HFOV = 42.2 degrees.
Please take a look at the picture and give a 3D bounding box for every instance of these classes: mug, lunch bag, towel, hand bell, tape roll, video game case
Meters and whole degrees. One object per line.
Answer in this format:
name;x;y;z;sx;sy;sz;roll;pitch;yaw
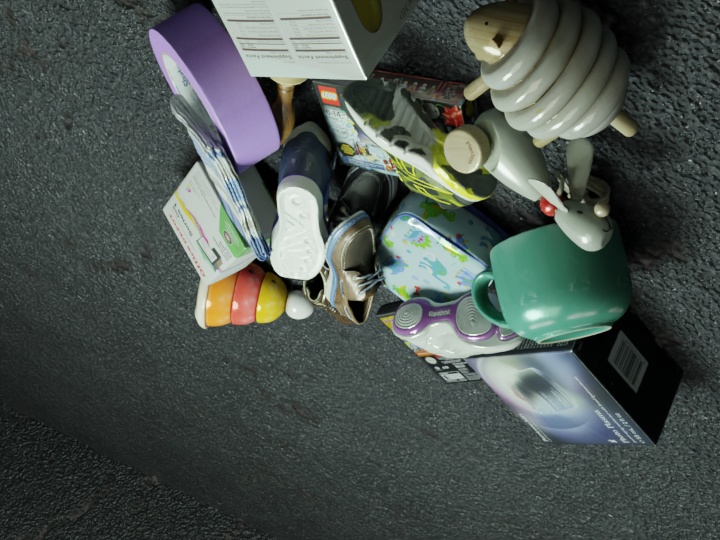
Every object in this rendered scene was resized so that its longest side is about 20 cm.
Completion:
mug;0.228;0.022;1.078;0.150;0.116;0.185;-8;167;-14
lunch bag;0.100;-0.021;1.240;0.160;0.083;0.200;35;151;-2
towel;-0.178;-0.116;1.182;0.147;0.024;0.201;50;166;42
hand bell;-0.089;-0.214;1.092;0.103;0.105;0.201;28;148;7
tape roll;-0.179;-0.220;1.142;0.201;0.065;0.201;53;166;18
video game case;0.142;0.108;1.454;0.181;0.026;0.199;44;150;-19

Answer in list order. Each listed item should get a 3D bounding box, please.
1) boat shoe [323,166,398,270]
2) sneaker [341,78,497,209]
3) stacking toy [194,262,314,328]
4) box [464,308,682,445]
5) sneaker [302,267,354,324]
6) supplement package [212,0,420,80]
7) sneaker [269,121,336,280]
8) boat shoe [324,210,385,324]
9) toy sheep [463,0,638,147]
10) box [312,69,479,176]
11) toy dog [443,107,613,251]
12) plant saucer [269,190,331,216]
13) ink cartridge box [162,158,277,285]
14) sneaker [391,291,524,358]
boat shoe;-0.010;-0.074;1.256;0.071;0.068;0.201;30;138;-3
sneaker;0.055;-0.130;1.041;0.199;0.075;0.085;37;150;-7
stacking toy;-0.175;0.042;1.601;0.197;0.148;0.147;11;150;-1
box;0.284;0.132;1.252;0.200;0.124;0.197;45;150;-21
sneaker;-0.057;0.030;1.412;0.070;0.076;0.201;13;145;31
supplement package;-0.054;-0.308;0.880;0.149;0.153;0.201;10;144;34
sneaker;-0.072;-0.099;1.233;0.079;0.148;0.201;8;142;1
boat shoe;0.000;0.000;1.223;0.073;0.072;0.201;49;159;23
toy sheep;0.181;-0.183;0.871;0.198;0.140;0.138;26;154;-19
box;0.049;-0.169;1.107;0.198;0.040;0.138;15;145;29
toy dog;0.188;-0.118;0.970;0.198;0.132;0.097;27;136;3
plant saucer;-0.075;-0.049;1.422;0.198;0.033;0.201;24;149;15
ink cartridge box;-0.208;-0.079;1.404;0.146;0.083;0.200;60;149;2
sneaker;0.140;0.076;1.226;0.198;0.076;0.099;3;156;43
